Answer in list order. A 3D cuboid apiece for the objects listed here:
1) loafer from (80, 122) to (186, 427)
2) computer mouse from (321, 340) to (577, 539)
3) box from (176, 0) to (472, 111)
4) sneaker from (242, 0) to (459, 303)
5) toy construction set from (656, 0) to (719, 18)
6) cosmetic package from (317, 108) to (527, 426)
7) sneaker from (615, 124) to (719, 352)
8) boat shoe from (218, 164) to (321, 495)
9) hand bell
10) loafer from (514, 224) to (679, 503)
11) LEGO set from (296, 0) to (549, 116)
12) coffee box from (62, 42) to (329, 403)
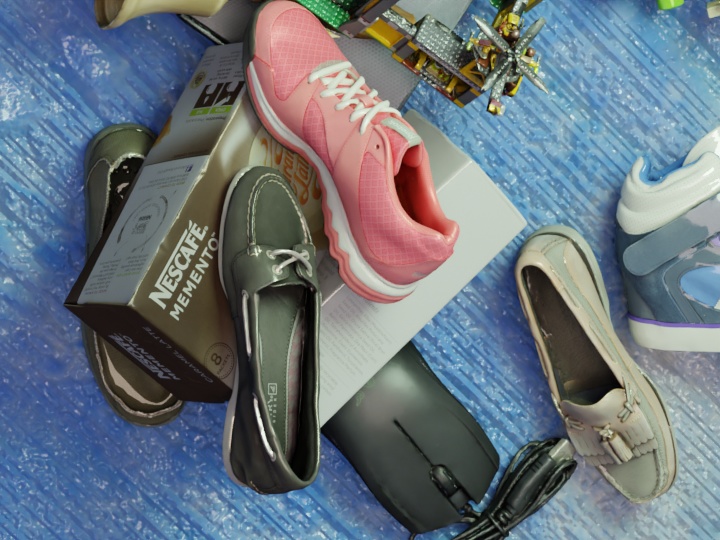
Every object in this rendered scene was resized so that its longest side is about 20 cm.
[{"bbox_3d":[-0.149,0.006,1.654,0.075,0.070,0.202,-9,98,-7],"label":"loafer"},{"bbox_3d":[0.042,0.114,1.704,0.139,0.053,0.200,-45,101,0],"label":"computer mouse"},{"bbox_3d":[-0.003,-0.206,1.659,0.157,0.051,0.201,34,92,-11],"label":"box"},{"bbox_3d":[0.003,-0.084,1.547,0.074,0.087,0.201,-26,89,-42],"label":"sneaker"},{"bbox_3d":[0.211,-0.250,1.670,0.130,0.092,0.201,-18,88,-6],"label":"toy construction set"},{"bbox_3d":[0.000,0.000,1.652,0.200,0.101,0.071,-44,123,0],"label":"cosmetic package"},{"bbox_3d":[0.268,-0.024,1.684,0.199,0.081,0.148,-1,105,15],"label":"sneaker"},{"bbox_3d":[-0.047,0.036,1.543,0.067,0.057,0.202,-1,92,-41],"label":"boat shoe"},{"bbox_3d":[-0.058,-0.177,1.599,0.199,0.104,0.105,14,95,-21],"label":"hand bell"},{"bbox_3d":[0.150,0.070,1.700,0.072,0.063,0.201,-21,97,27],"label":"loafer"},{"bbox_3d":[0.054,-0.198,1.559,0.200,0.116,0.154,42,60,-11],"label":"LEGO set"},{"bbox_3d":[-0.085,-0.031,1.600,0.114,0.079,0.201,42,65,-31],"label":"coffee box"}]
